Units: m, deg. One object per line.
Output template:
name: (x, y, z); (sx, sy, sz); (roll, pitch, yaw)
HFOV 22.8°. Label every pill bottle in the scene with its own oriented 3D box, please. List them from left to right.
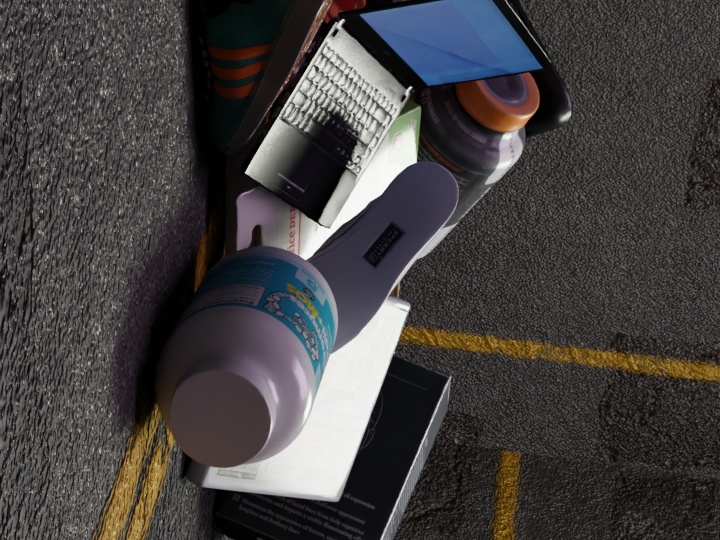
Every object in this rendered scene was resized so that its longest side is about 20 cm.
pill bottle: (-0.080, 0.064, 1.241); (0.200, 0.110, 0.112); (-72, 168, -69)
pill bottle: (0.071, -0.103, 1.533); (0.200, 0.106, 0.107); (-47, -156, 44)

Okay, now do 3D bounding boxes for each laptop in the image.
laptop: (0.031, -0.114, 1.312); (0.201, 0.103, 0.177); (-59, 156, 0)

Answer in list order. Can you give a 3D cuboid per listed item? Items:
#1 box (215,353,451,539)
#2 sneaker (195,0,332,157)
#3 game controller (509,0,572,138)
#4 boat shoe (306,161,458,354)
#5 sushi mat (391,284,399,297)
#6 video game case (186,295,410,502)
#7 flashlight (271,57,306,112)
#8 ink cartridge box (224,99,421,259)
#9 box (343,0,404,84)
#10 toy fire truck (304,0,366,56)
box: (-0.022, 0.170, 1.623); (0.107, 0.147, 0.201); (85, 29, -71)
sneaker: (-0.078, -0.160, 1.226); (0.072, 0.079, 0.200); (-61, -177, -40)
game controller: (0.108, -0.204, 1.542); (0.042, 0.104, 0.201); (-42, 106, -40)
boat shoe: (0.000, 0.000, 1.383); (0.200, 0.074, 0.065); (-41, 178, -7)
sushi mat: (0.037, -0.018, 1.729); (0.096, 0.012, 0.202); (91, 5, -62)
video game case: (-0.046, 0.095, 1.455); (0.199, 0.022, 0.184); (17, 94, -56)
flashlight: (-0.059, -0.219, 1.391); (0.068, 0.068, 0.202); (-32, 137, -47)
ink cartridge box: (-0.045, -0.063, 1.432); (0.199, 0.067, 0.118); (-28, 136, -37)
box: (-0.016, -0.235, 1.491); (0.106, 0.121, 0.201); (-67, 165, -47)
toy fire truck: (-0.007, -0.227, 1.321); (0.049, 0.141, 0.200); (53, 5, 27)
